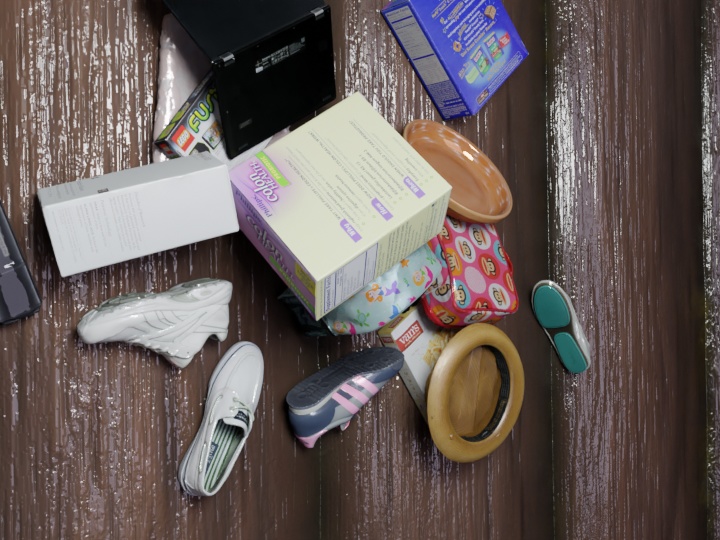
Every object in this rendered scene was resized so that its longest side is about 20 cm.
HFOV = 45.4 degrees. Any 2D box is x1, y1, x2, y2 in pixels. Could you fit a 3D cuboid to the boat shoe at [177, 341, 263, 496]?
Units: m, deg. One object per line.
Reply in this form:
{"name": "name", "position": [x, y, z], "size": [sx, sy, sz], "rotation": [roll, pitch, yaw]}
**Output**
{"name": "boat shoe", "position": [-0.160, 0.188, 1.077], "size": [0.073, 0.066, 0.203], "rotation": [28, 73, -34]}

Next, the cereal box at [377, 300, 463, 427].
{"name": "cereal box", "position": [0.123, 0.133, 1.313], "size": [0.144, 0.039, 0.202], "rotation": [-41, 113, -31]}

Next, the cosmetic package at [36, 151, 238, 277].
{"name": "cosmetic package", "position": [-0.244, -0.067, 0.950], "size": [0.198, 0.113, 0.082], "rotation": [-18, 111, -19]}

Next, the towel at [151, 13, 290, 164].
{"name": "towel", "position": [-0.173, -0.204, 1.095], "size": [0.189, 0.032, 0.203], "rotation": [5, 87, -38]}

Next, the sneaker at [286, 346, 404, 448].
{"name": "sneaker", "position": [-0.018, 0.173, 1.198], "size": [0.198, 0.070, 0.083], "rotation": [-23, 120, -33]}

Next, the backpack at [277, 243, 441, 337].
{"name": "backpack", "position": [0.000, 0.000, 1.120], "size": [0.177, 0.199, 0.152], "rotation": [-41, 113, -29]}

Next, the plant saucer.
{"name": "plant saucer", "position": [0.137, -0.141, 1.274], "size": [0.198, 0.038, 0.202], "rotation": [26, 36, -21]}

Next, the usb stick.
{"name": "usb stick", "position": [-0.400, -0.039, 0.918], "size": [0.055, 0.032, 0.203], "rotation": [-25, 105, -28]}

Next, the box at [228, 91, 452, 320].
{"name": "box", "position": [-0.026, -0.078, 1.003], "size": [0.199, 0.097, 0.176], "rotation": [-35, 68, -21]}

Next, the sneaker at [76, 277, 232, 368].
{"name": "sneaker", "position": [-0.234, 0.072, 1.019], "size": [0.198, 0.077, 0.101], "rotation": [-12, 100, -36]}

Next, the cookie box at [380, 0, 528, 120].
{"name": "cookie box", "position": [0.148, -0.364, 1.317], "size": [0.171, 0.075, 0.201], "rotation": [-48, 117, -27]}

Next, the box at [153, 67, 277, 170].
{"name": "box", "position": [-0.155, -0.197, 1.068], "size": [0.110, 0.035, 0.201], "rotation": [45, 65, -29]}

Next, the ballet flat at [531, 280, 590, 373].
{"name": "ballet flat", "position": [0.347, 0.085, 1.480], "size": [0.069, 0.069, 0.201], "rotation": [-44, 119, -29]}

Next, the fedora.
{"name": "fedora", "position": [0.152, 0.174, 1.259], "size": [0.198, 0.081, 0.204], "rotation": [-5, 98, -34]}

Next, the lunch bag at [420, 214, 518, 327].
{"name": "lunch bag", "position": [0.157, -0.016, 1.279], "size": [0.174, 0.082, 0.203], "rotation": [4, 62, -38]}

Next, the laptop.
{"name": "laptop", "position": [-0.137, -0.280, 1.053], "size": [0.187, 0.115, 0.202], "rotation": [-36, 140, -31]}
